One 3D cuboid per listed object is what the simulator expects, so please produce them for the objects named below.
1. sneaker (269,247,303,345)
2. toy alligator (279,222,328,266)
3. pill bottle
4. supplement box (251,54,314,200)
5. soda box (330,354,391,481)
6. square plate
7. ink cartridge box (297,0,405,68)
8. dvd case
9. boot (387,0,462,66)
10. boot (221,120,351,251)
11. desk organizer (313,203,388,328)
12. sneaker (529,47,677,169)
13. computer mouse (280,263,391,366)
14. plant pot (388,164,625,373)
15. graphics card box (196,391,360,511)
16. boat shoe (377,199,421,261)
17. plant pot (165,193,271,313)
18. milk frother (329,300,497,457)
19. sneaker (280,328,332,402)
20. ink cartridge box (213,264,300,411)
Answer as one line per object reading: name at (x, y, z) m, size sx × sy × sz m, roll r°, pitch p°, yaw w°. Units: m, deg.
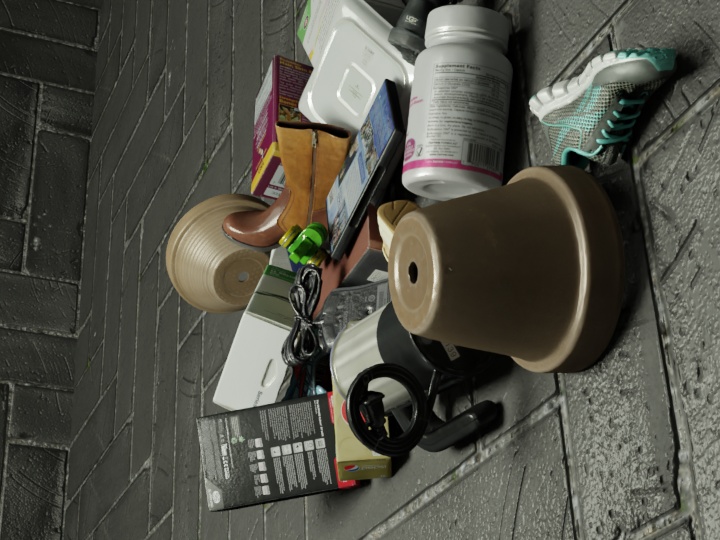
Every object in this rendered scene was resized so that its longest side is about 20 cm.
sneaker at (-0.125, 0.044, 1.998) m, size 0.115 × 0.080 × 0.201 m, roll 174°, pitch 104°, yaw -65°
toy alligator at (-0.065, -0.040, 1.754) m, size 0.054 × 0.059 × 0.200 m, roll -48°, pitch 1°, yaw 6°
pill bottle at (0.112, -0.186, 1.475) m, size 0.113 × 0.113 × 0.202 m, roll 165°, pitch 114°, yaw -66°
supplement box at (-0.084, -0.198, 1.920) m, size 0.103 × 0.130 × 0.201 m, roll 123°, pitch 154°, yaw -46°
soda box at (-0.001, 0.155, 1.639) m, size 0.064 × 0.067 × 0.201 m, roll 86°, pitch 180°, yaw -60°
square plate at (0.000, -0.243, 1.766) m, size 0.200 × 0.028 × 0.199 m, roll 45°, pitch 128°, yaw 28°
ink cartridge box at (-0.015, -0.357, 1.899) m, size 0.200 × 0.083 × 0.146 m, roll -114°, pitch 39°, yaw -54°
dvd case at (0.003, -0.130, 1.689) m, size 0.143 × 0.017 × 0.201 m, roll -98°, pitch 31°, yaw -56°
boot at (0.112, -0.343, 1.585) m, size 0.201 × 0.065 × 0.165 m, roll -68°, pitch -15°, yaw 0°
boot at (-0.105, -0.116, 1.813) m, size 0.069 × 0.187 × 0.201 m, roll -73°, pitch -13°, yaw -45°
desk organizer at (0.000, 0.000, 1.726) m, size 0.200 × 0.071 × 0.078 m, roll 128°, pitch 148°, yaw -49°
sneaker at (0.235, -0.147, 1.236) m, size 0.200 × 0.077 × 0.092 m, roll 151°, pitch 110°, yaw -66°
computer mouse at (0.004, 0.057, 1.624) m, size 0.199 × 0.053 × 0.140 m, roll -4°, pitch 64°, yaw 27°
plant pot at (0.124, 0.001, 1.243) m, size 0.200 × 0.173 × 0.202 m, roll 178°, pitch 90°, yaw -68°
graphics card box at (-0.107, 0.235, 1.704) m, size 0.051 × 0.198 × 0.127 m, roll 42°, pitch -143°, yaw -76°
boat shoe at (0.078, -0.004, 1.549) m, size 0.200 × 0.073 × 0.070 m, roll -119°, pitch 21°, yaw -47°
plant pot at (-0.195, -0.009, 2.040) m, size 0.093 × 0.199 × 0.202 m, roll 54°, pitch 130°, yaw 54°
milk frother at (0.029, 0.115, 1.409) m, size 0.188 × 0.199 × 0.182 m, roll -36°, pitch 64°, yaw 56°
sneaker at (-0.062, 0.180, 1.789) m, size 0.095 × 0.079 × 0.202 m, roll 11°, pitch 91°, yaw 66°
ink cartridge box at (-0.129, 0.098, 1.817) m, size 0.200 × 0.082 × 0.148 m, roll -75°, pitch 6°, yaw -71°
